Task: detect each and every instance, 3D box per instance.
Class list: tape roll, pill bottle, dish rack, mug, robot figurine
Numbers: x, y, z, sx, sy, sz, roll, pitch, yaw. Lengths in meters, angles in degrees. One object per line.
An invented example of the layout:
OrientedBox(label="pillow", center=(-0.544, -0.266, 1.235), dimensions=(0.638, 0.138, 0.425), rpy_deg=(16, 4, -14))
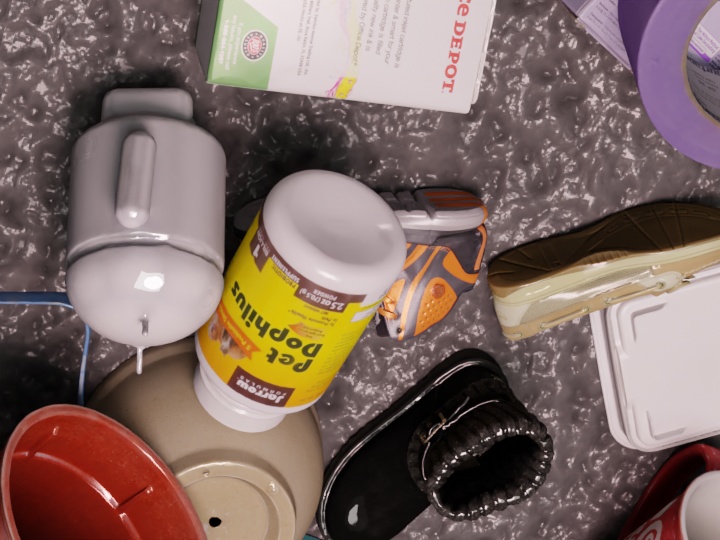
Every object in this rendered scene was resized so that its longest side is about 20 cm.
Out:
OrientedBox(label="tape roll", center=(0.286, -0.174, 1.541), dimensions=(0.199, 0.085, 0.201), rpy_deg=(-3, 127, -4))
OrientedBox(label="pill bottle", center=(-0.052, 0.029, 1.585), dimensions=(0.109, 0.110, 0.200), rpy_deg=(15, 134, -17))
OrientedBox(label="dish rack", center=(0.293, 0.062, 1.775), dimensions=(0.199, 0.044, 0.172), rpy_deg=(-15, 116, -4))
OrientedBox(label="mug", center=(0.260, 0.255, 1.786), dimensions=(0.133, 0.178, 0.200), rpy_deg=(43, 132, -3))
OrientedBox(label="robot figurine", center=(-0.153, -0.031, 1.562), dimensions=(0.112, 0.201, 0.170), rpy_deg=(-2, 155, 4))

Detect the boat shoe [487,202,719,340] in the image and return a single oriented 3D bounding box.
OrientedBox(label="boat shoe", center=(0.202, 0.002, 1.716), dimensions=(0.200, 0.073, 0.063), rpy_deg=(-17, 122, -1))

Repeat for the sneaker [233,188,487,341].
OrientedBox(label="sneaker", center=(0.000, 0.000, 1.668), dimensions=(0.199, 0.078, 0.112), rpy_deg=(0, 112, -12))

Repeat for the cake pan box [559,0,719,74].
OrientedBox(label="cake pan box", center=(0.271, -0.211, 1.627), dimensions=(0.184, 0.052, 0.200), rpy_deg=(-46, 127, 12))

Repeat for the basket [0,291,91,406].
OrientedBox(label="basket", center=(-0.299, 0.090, 1.609), dimensions=(0.199, 0.139, 0.177), rpy_deg=(3, 117, -4))

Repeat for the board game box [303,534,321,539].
OrientedBox(label="board game box", center=(0.001, 0.319, 1.822), dimensions=(0.199, 0.047, 0.151), rpy_deg=(22, 107, -20))

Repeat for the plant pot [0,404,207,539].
OrientedBox(label="plant pot", center=(-0.241, 0.229, 1.553), dimensions=(0.195, 0.201, 0.201), rpy_deg=(-34, 117, 28))

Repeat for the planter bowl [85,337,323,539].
OrientedBox(label="planter bowl", center=(-0.117, 0.170, 1.686), dimensions=(0.199, 0.135, 0.201), rpy_deg=(-5, 114, -10))

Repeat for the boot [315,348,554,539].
OrientedBox(label="boot", center=(0.052, 0.165, 1.705), dimensions=(0.079, 0.158, 0.211), rpy_deg=(36, 102, -23))

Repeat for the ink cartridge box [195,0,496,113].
OrientedBox(label="ink cartridge box", center=(-0.008, -0.203, 1.574), dimensions=(0.199, 0.084, 0.145), rpy_deg=(5, 112, -13))
